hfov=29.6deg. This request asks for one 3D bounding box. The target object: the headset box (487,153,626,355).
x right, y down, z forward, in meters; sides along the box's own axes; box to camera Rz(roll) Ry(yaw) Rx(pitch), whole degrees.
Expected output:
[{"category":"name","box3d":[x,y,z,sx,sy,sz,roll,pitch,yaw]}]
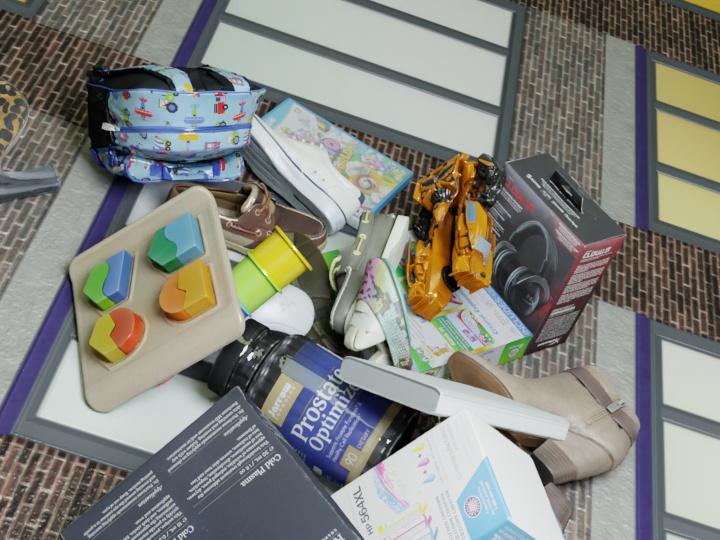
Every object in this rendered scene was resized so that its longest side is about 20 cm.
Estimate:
[{"category":"headset box","box3d":[0.209,-0.026,1.594,0.077,0.200,0.149,-15,53,-36]}]

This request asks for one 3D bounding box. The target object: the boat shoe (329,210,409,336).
[{"category":"boat shoe","box3d":[0.000,0.002,1.510,0.060,0.072,0.202,16,41,9]}]

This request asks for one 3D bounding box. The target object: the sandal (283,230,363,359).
[{"category":"sandal","box3d":[-0.059,0.047,1.516,0.081,0.055,0.200,-18,68,-30]}]

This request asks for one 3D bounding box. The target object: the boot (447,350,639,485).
[{"category":"boot","box3d":[0.207,0.142,1.493,0.146,0.070,0.200,-28,74,-35]}]

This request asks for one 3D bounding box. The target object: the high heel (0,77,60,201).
[{"category":"high heel","box3d":[-0.443,-0.157,1.546,0.142,0.071,0.200,-14,61,-43]}]

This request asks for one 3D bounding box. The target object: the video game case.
[{"category":"video game case","box3d":[-0.048,-0.139,1.745,0.200,0.018,0.143,32,42,12]}]

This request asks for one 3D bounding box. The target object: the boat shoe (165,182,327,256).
[{"category":"boat shoe","box3d":[-0.129,-0.065,1.586,0.199,0.072,0.072,10,42,-13]}]

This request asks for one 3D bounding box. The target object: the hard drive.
[{"category":"hard drive","box3d":[0.093,0.125,1.322,0.200,0.026,0.132,18,-1,-45]}]

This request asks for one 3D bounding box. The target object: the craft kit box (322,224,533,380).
[{"category":"craft kit box","box3d":[0.065,0.043,1.578,0.197,0.049,0.200,-12,51,-37]}]

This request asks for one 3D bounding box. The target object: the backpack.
[{"category":"backpack","box3d":[-0.203,-0.168,1.555,0.182,0.135,0.200,-4,10,-31]}]

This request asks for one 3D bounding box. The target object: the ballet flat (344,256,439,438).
[{"category":"ballet flat","box3d":[0.024,0.088,1.417,0.071,0.201,0.069,-21,16,-16]}]

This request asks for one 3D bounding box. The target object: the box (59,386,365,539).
[{"category":"box","box3d":[-0.116,0.240,1.165,0.200,0.104,0.182,-39,62,-6]}]

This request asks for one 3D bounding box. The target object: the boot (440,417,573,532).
[{"category":"boot","box3d":[0.113,0.233,1.376,0.146,0.070,0.200,-31,54,-33]}]

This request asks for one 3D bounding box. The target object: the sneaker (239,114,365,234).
[{"category":"sneaker","box3d":[-0.078,-0.130,1.666,0.071,0.073,0.200,-40,81,-26]}]

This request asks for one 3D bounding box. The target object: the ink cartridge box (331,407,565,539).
[{"category":"ink cartridge box","box3d":[0.066,0.247,1.239,0.125,0.200,0.129,40,22,-43]}]

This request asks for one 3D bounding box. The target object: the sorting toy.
[{"category":"sorting toy","box3d":[-0.216,0.023,1.393,0.036,0.185,0.200,47,18,-48]}]

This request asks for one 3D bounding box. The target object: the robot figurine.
[{"category":"robot figurine","box3d":[0.103,-0.049,1.557,0.058,0.145,0.201,30,45,-31]}]

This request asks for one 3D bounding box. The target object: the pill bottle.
[{"category":"pill bottle","box3d":[-0.049,0.135,1.373,0.200,0.112,0.112,30,41,10]}]

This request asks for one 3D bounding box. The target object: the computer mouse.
[{"category":"computer mouse","box3d":[-0.147,0.030,1.452,0.199,0.044,0.110,5,63,-2]}]

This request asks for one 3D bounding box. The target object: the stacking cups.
[{"category":"stacking cups","box3d":[-0.144,0.038,1.403,0.200,0.061,0.061,-39,60,0]}]
